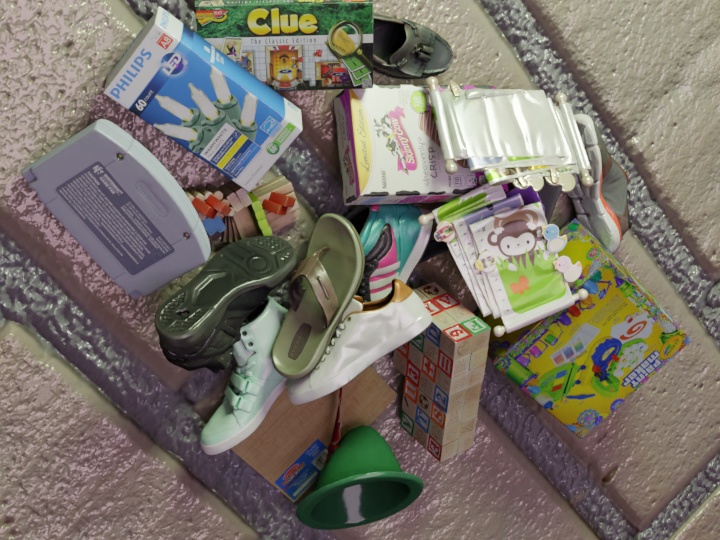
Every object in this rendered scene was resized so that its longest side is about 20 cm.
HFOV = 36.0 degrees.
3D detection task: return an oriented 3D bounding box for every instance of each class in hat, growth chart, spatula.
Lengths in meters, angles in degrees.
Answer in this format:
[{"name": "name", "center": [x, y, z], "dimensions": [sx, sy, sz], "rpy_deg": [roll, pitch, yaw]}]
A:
[{"name": "hat", "center": [-0.011, 0.221, 1.463], "dimensions": [0.165, 0.177, 0.200], "rpy_deg": [11, 141, -35]}, {"name": "growth chart", "center": [0.179, -0.159, 1.319], "dimensions": [0.198, 0.018, 0.146], "rpy_deg": [2, 68, -17]}, {"name": "spatula", "center": [0.138, -0.047, 1.397], "dimensions": [0.199, 0.021, 0.057], "rpy_deg": [-24, 103, 30]}, {"name": "growth chart", "center": [0.180, -0.019, 1.349], "dimensions": [0.144, 0.018, 0.201], "rpy_deg": [-32, 104, 6]}]

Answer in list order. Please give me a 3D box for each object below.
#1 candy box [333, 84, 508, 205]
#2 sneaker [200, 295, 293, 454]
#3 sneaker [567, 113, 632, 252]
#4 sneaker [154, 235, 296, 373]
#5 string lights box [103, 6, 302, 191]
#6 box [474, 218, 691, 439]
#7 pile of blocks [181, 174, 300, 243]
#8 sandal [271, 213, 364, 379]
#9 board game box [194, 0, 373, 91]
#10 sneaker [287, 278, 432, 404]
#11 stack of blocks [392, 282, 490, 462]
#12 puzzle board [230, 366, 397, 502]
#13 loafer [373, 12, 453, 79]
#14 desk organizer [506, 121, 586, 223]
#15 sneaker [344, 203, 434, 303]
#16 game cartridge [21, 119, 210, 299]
[{"name": "candy box", "center": [0.074, -0.153, 1.348], "dimensions": [0.198, 0.061, 0.138], "rpy_deg": [-4, 83, -21]}, {"name": "sneaker", "center": [-0.152, 0.122, 1.359], "dimensions": [0.201, 0.074, 0.118], "rpy_deg": [-49, 119, -8]}, {"name": "sneaker", "center": [0.319, -0.126, 1.489], "dimensions": [0.082, 0.077, 0.201], "rpy_deg": [-37, 123, -31]}, {"name": "sneaker", "center": [-0.155, 0.043, 1.290], "dimensions": [0.199, 0.076, 0.115], "rpy_deg": [-44, 158, -31]}, {"name": "string lights box", "center": [-0.174, -0.189, 1.241], "dimensions": [0.199, 0.059, 0.103], "rpy_deg": [33, 114, -24]}, {"name": "box", "center": [0.290, 0.080, 1.475], "dimensions": [0.200, 0.122, 0.192], "rpy_deg": [-44, 118, 12]}, {"name": "pile of blocks", "center": [-0.159, -0.066, 1.305], "dimensions": [0.198, 0.062, 0.083], "rpy_deg": [-2, 107, -21]}, {"name": "sandal", "center": [-0.054, 0.031, 1.302], "dimensions": [0.057, 0.079, 0.202], "rpy_deg": [24, 85, -61]}, {"name": "board game box", "center": [-0.084, -0.254, 1.255], "dimensions": [0.198, 0.024, 0.105], "rpy_deg": [-3, 120, -3]}, {"name": "sneaker", "center": [-0.017, 0.081, 1.343], "dimensions": [0.199, 0.073, 0.085], "rpy_deg": [-35, 102, 0]}, {"name": "stack of blocks", "center": [0.099, 0.132, 1.434], "dimensions": [0.058, 0.115, 0.201], "rpy_deg": [-19, 130, -30]}, {"name": "puzzle board", "center": [-0.064, 0.188, 1.441], "dimensions": [0.200, 0.017, 0.151], "rpy_deg": [-45, 123, -3]}, {"name": "loafer", "center": [0.028, -0.271, 1.318], "dimensions": [0.199, 0.063, 0.072], "rpy_deg": [13, 99, -25]}, {"name": "desk organizer", "center": [0.209, -0.109, 1.434], "dimensions": [0.071, 0.077, 0.201], "rpy_deg": [15, 100, -25]}, {"name": "sneaker", "center": [0.000, 0.000, 1.379], "dimensions": [0.120, 0.084, 0.201], "rpy_deg": [18, 103, -21]}, {"name": "game cartridge", "center": [-0.265, -0.068, 1.244], "dimensions": [0.132, 0.041, 0.200], "rpy_deg": [-25, 119, 22]}]
